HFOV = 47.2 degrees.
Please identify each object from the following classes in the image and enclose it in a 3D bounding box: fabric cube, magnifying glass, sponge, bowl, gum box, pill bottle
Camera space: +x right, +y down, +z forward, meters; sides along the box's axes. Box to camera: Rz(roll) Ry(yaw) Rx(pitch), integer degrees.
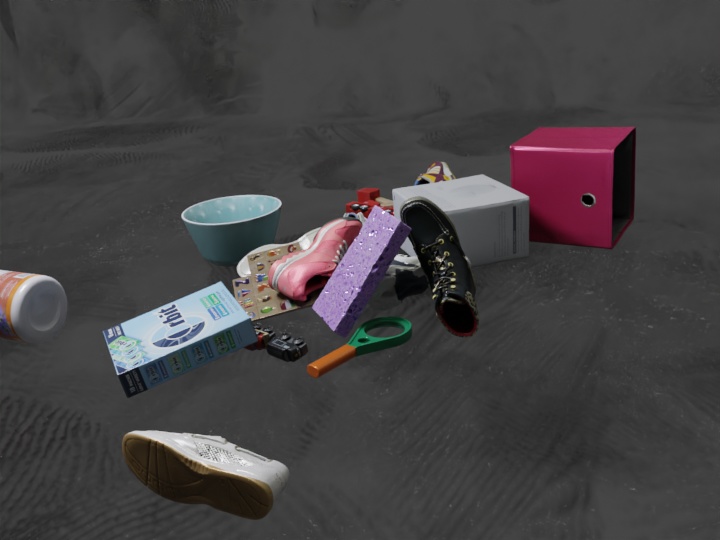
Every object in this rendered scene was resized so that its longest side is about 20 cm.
[{"bbox_3d":[0.421,-0.170,1.623,0.199,0.197,0.200,7,24,28],"label":"fabric cube"},{"bbox_3d":[0.000,0.112,1.219,0.079,0.023,0.200,14,26,41],"label":"magnifying glass"},{"bbox_3d":[0.000,0.000,1.296,0.030,0.200,0.112,29,6,-26],"label":"sponge"},{"bbox_3d":[-0.252,-0.075,1.652,0.200,0.106,0.201,-4,20,1],"label":"bowl"},{"bbox_3d":[-0.273,0.097,1.232,0.199,0.045,0.170,-24,26,-15],"label":"gum box"},{"bbox_3d":[-0.598,0.056,1.370,0.199,0.113,0.112,5,22,26],"label":"pill bottle"}]

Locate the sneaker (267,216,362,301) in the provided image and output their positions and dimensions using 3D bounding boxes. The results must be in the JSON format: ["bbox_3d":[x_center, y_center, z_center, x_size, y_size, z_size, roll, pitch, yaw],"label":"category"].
[{"bbox_3d":[-0.058,-0.012,1.396,0.200,0.074,0.087,-38,52,-23],"label":"sneaker"}]

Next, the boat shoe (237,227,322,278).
[{"bbox_3d":[-0.131,-0.020,1.540,0.199,0.060,0.074,-24,56,-12],"label":"boat shoe"}]

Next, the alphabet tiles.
[{"bbox_3d":[-0.139,0.015,1.433,0.166,0.008,0.200,-15,34,-5],"label":"alphabet tiles"}]

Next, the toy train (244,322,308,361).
[{"bbox_3d":[-0.160,0.104,1.258,0.199,0.034,0.046,13,37,41],"label":"toy train"}]

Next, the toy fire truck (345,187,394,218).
[{"bbox_3d":[0.044,-0.135,1.825,0.199,0.049,0.141,13,26,39],"label":"toy fire truck"}]

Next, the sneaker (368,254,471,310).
[{"bbox_3d":[0.080,-0.003,1.418,0.198,0.080,0.130,-22,33,-15],"label":"sneaker"}]

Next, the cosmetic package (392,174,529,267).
[{"bbox_3d":[0.187,-0.092,1.570,0.199,0.124,0.199,-9,21,-15],"label":"cosmetic package"}]

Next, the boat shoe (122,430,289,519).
[{"bbox_3d":[-0.171,0.216,0.912,0.199,0.071,0.069,14,25,22],"label":"boat shoe"}]

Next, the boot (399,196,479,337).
[{"bbox_3d":[0.126,-0.006,1.268,0.073,0.204,0.154,-26,21,15],"label":"boot"}]

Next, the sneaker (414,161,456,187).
[{"bbox_3d":[0.169,-0.217,1.980,0.090,0.075,0.200,-2,19,-8],"label":"sneaker"}]

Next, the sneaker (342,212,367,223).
[{"bbox_3d":[-0.005,-0.081,1.638,0.074,0.088,0.200,-5,19,4],"label":"sneaker"}]
